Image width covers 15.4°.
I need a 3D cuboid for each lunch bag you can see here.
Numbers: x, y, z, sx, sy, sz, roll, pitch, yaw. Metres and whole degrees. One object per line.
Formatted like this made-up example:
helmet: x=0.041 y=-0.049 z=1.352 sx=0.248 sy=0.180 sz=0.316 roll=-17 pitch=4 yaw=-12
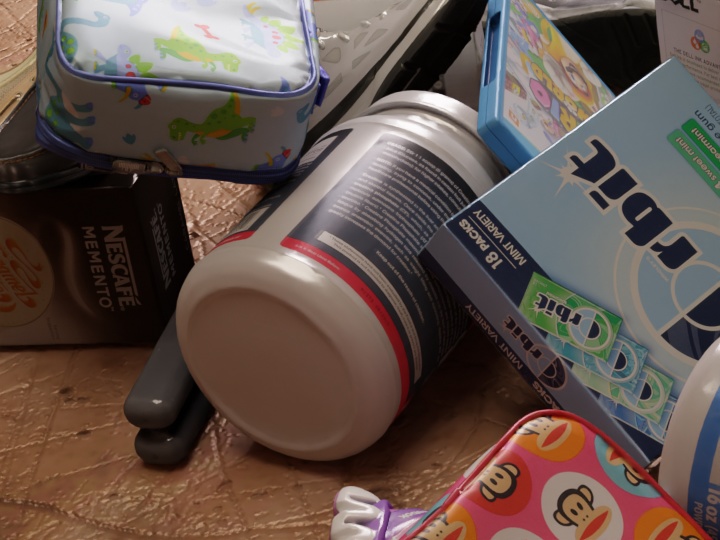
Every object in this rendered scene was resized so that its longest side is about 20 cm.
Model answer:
lunch bag: x=-0.103 y=-0.134 z=1.519 sx=0.160 sy=0.083 sz=0.200 roll=5 pitch=40 yaw=-12
lunch bag: x=0.090 y=0.177 z=1.233 sx=0.176 sy=0.082 sz=0.200 roll=43 pitch=50 yaw=11

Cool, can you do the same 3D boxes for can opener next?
can opener: x=-0.074 y=0.036 z=1.565 sx=0.067 sy=0.053 sz=0.200 roll=1 pitch=36 yaw=19

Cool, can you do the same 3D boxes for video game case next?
video game case: x=0.124 y=-0.083 z=1.603 sx=0.018 sy=0.143 sz=0.200 roll=-34 pitch=22 yaw=22

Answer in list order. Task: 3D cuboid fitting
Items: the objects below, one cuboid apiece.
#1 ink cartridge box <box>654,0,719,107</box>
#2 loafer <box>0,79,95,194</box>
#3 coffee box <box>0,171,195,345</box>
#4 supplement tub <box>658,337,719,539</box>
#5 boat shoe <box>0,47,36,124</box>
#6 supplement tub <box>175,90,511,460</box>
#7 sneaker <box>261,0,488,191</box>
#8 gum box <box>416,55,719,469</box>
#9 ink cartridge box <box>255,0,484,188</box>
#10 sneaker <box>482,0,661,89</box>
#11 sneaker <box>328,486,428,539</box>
ink cartridge box: x=0.251 y=-0.116 z=1.560 sx=0.076 sy=0.200 sz=0.148 roll=-31 pitch=38 yaw=-28
loafer: x=-0.167 y=-0.113 z=1.594 sx=0.073 sy=0.072 sz=0.200 roll=8 pitch=35 yaw=26
coffee box: x=-0.213 y=-0.021 z=1.636 sx=0.200 sy=0.115 sz=0.080 roll=-2 pitch=31 yaw=15
supplement tub: x=0.257 y=0.108 z=1.280 sx=0.200 sy=0.132 sz=0.132 roll=16 pitch=42 yaw=34
boat shoe: x=-0.201 y=-0.121 z=1.834 sx=0.200 sy=0.071 sz=0.064 roll=-37 pitch=46 yaw=-21
supplement tub: x=0.000 y=0.000 z=1.516 sx=0.140 sy=0.141 sz=0.200 roll=11 pitch=39 yaw=30
sneaker: x=-0.015 y=-0.139 z=1.636 sx=0.115 sy=0.201 sz=0.076 roll=43 pitch=12 yaw=16
gum box: x=0.158 y=-0.002 z=1.471 sx=0.200 sy=0.045 sz=0.170 roll=-35 pitch=81 yaw=-32
ink cartridge box: x=-0.004 y=-0.151 z=1.690 sx=0.162 sy=0.200 sz=0.050 roll=-4 pitch=34 yaw=12
sneaker: x=0.171 y=-0.174 z=1.785 sx=0.199 sy=0.076 sz=0.114 roll=2 pitch=41 yaw=29
sneaker: x=0.024 y=0.179 z=1.302 sx=0.088 sy=0.081 sz=0.200 roll=2 pitch=34 yaw=6
